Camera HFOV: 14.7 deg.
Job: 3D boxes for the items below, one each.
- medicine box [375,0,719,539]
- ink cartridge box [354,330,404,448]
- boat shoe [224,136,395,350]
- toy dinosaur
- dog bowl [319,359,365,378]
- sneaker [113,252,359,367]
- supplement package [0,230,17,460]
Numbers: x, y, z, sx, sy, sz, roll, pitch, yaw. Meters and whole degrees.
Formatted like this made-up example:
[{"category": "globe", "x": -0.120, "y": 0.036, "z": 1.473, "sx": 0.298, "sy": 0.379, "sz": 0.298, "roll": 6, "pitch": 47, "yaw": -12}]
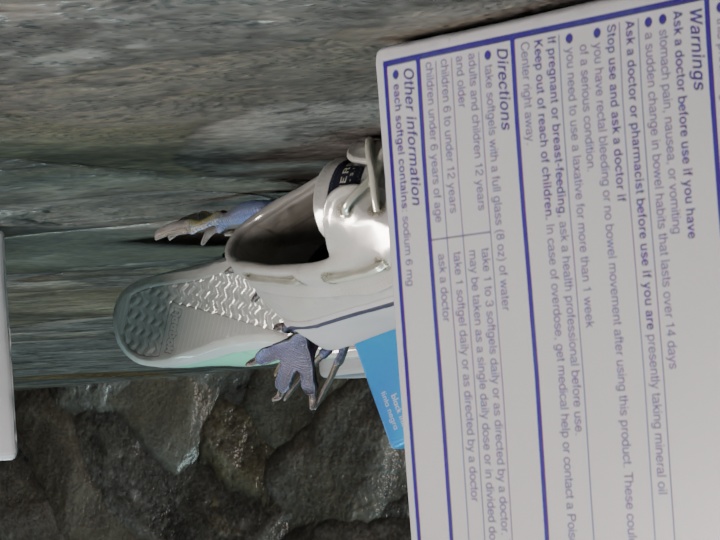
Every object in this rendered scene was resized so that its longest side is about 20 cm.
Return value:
[{"category": "medicine box", "x": 0.109, "y": 0.013, "z": 0.808, "sx": 0.103, "sy": 0.183, "sz": 0.200, "roll": -1, "pitch": 176, "yaw": -41}, {"category": "ink cartridge box", "x": 0.111, "y": 0.023, "z": 1.397, "sx": 0.200, "sy": 0.067, "sz": 0.116, "roll": -28, "pitch": 164, "yaw": 31}, {"category": "boat shoe", "x": 0.013, "y": -0.023, "z": 1.105, "sx": 0.066, "sy": 0.072, "sz": 0.200, "roll": 33, "pitch": 155, "yaw": -21}, {"category": "toy dinosaur", "x": 0.000, "y": 0.000, "z": 1.301, "sx": 0.200, "sy": 0.105, "sz": 0.181, "roll": -20, "pitch": -171, "yaw": 29}, {"category": "dog bowl", "x": 0.073, "y": 0.019, "z": 1.648, "sx": 0.200, "sy": 0.079, "sz": 0.200, "roll": -4, "pitch": 177, "yaw": 0}, {"category": "sneaker", "x": -0.025, "y": 0.012, "z": 1.549, "sx": 0.200, "sy": 0.074, "sz": 0.118, "roll": -6, "pitch": -179, "yaw": 25}, {"category": "supplement package", "x": -0.251, "y": 0.047, "z": 1.478, "sx": 0.117, "sy": 0.117, "sz": 0.200, "roll": -2, "pitch": 176, "yaw": -14}]
